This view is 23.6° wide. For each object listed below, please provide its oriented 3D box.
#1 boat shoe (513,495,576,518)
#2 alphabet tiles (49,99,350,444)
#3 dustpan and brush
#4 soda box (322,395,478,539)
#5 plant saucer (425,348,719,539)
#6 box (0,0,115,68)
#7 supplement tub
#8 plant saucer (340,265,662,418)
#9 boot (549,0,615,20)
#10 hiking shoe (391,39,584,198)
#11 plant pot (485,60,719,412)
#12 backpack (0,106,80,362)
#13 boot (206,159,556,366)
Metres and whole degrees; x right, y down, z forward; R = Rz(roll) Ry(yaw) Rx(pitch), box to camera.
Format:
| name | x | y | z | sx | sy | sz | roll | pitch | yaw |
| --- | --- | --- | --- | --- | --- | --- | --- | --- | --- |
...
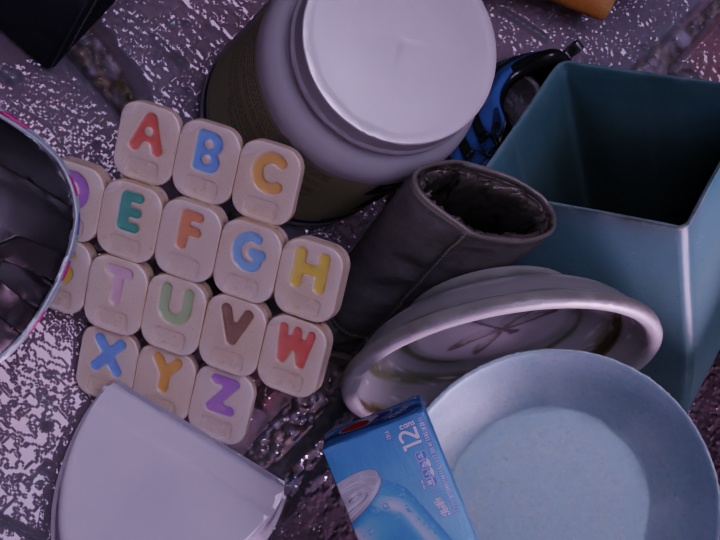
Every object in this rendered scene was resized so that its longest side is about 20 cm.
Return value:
| name | x | y | z | sx | sy | sz | roll | pitch | yaw |
| --- | --- | --- | --- | --- | --- | --- | --- | --- | --- |
| boat shoe | 0.159 | 0.155 | 1.148 | 0.200 | 0.075 | 0.062 | 14 | 56 | -43 |
| alphabet tiles | -0.108 | 0.004 | 1.052 | 0.200 | 0.015 | 0.196 | 19 | 109 | 14 |
| dustpan and brush | -0.152 | 0.188 | 1.062 | 0.139 | 0.057 | 0.200 | 31 | 69 | 6 |
| soda box | 0.043 | 0.178 | 0.988 | 0.064 | 0.068 | 0.200 | -22 | 92 | 1 |
| plant saucer | 0.115 | 0.146 | 1.042 | 0.201 | 0.039 | 0.201 | 0 | 91 | -1 |
| box | -0.158 | -0.255 | 1.058 | 0.124 | 0.200 | 0.197 | 40 | 69 | -8 |
| supplement tub | -0.010 | -0.115 | 1.088 | 0.145 | 0.200 | 0.145 | 4 | 79 | -20 |
| plant saucer | 0.083 | 0.041 | 1.063 | 0.200 | 0.200 | 0.050 | -1 | 64 | -21 |
| boot | 0.114 | -0.213 | 1.223 | 0.144 | 0.071 | 0.201 | 32 | 67 | -12 |
| hiking shoe | 0.081 | -0.073 | 1.176 | 0.074 | 0.087 | 0.200 | 31 | 71 | -12 |
| plant pot | 0.179 | -0.008 | 1.133 | 0.141 | 0.141 | 0.200 | -53 | 143 | -38 |
| backpack | -0.268 | -0.026 | 1.003 | 0.200 | 0.151 | 0.178 | 28 | 77 | -6 |
| boot | -0.001 | -0.002 | 1.070 | 0.182 | 0.200 | 0.073 | 4 | 69 | -22 |
